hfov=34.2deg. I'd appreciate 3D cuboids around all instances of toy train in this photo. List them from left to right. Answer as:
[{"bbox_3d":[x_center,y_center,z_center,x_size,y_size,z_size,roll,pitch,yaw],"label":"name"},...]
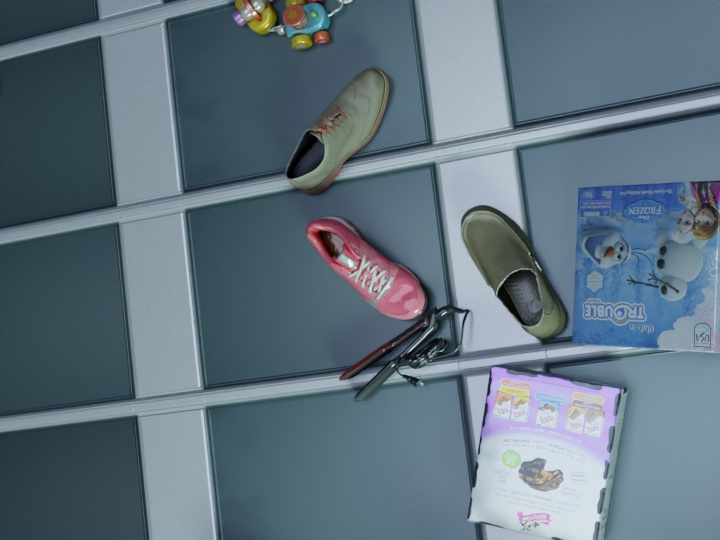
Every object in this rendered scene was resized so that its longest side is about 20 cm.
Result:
[{"bbox_3d":[-0.112,-0.401,1.651,0.199,0.056,0.151,30,97,20],"label":"toy train"}]

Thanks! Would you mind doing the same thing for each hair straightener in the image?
[{"bbox_3d":[0.069,0.118,1.566,0.199,0.041,0.077,-36,76,10],"label":"hair straightener"}]

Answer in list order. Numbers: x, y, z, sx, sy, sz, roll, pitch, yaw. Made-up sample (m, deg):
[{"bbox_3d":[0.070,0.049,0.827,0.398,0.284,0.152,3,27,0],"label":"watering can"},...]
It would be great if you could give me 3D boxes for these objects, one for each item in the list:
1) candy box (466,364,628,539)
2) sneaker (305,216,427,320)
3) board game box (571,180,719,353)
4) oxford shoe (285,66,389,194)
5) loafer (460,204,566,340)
[{"bbox_3d":[0.235,0.231,1.475,0.166,0.071,0.202,9,89,20],"label":"candy box"},{"bbox_3d":[0.000,0.000,1.567,0.200,0.087,0.074,39,100,18],"label":"sneaker"},{"bbox_3d":[0.353,-0.004,1.422,0.199,0.043,0.201,0,87,45],"label":"board game box"},{"bbox_3d":[-0.031,-0.191,1.597,0.070,0.075,0.201,35,98,19],"label":"oxford shoe"},{"bbox_3d":[0.195,-0.002,1.506,0.076,0.067,0.201,-39,75,13],"label":"loafer"}]
